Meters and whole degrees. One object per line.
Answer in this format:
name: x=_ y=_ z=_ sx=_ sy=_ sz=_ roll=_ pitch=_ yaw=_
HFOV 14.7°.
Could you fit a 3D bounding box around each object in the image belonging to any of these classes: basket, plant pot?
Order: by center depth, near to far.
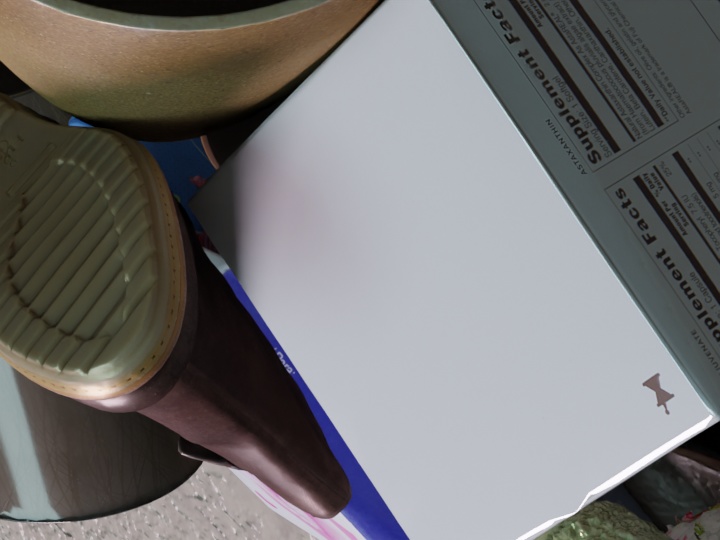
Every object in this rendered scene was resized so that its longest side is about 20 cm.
plant pot: x=-0.061 y=-0.120 z=0.855 sx=0.187 sy=0.186 sz=0.200 roll=51 pitch=163 yaw=11
basket: x=-0.162 y=-0.005 z=1.319 sx=0.180 sy=0.136 sz=0.201 roll=23 pitch=130 yaw=48

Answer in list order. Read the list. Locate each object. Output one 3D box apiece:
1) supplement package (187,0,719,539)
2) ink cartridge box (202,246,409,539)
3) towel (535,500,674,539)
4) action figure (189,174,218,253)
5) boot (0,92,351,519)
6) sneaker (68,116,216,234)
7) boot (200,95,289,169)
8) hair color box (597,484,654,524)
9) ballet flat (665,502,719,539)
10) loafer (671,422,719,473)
supplement package: x=0.087 y=-0.030 z=0.872 sx=0.151 sy=0.200 sz=0.152 roll=56 pitch=141 yaw=5
ink cartridge box: x=-0.032 y=0.057 z=1.107 sx=0.196 sy=0.043 sz=0.200 roll=48 pitch=168 yaw=-32
towel: x=0.071 y=0.149 z=1.009 sx=0.148 sy=0.036 sz=0.201 roll=36 pitch=141 yaw=45
action figure: x=0.000 y=0.000 z=1.060 sx=0.199 sy=0.149 sz=0.134 roll=4 pitch=125 yaw=38
boot: x=-0.052 y=0.025 z=0.891 sx=0.166 sy=0.072 sz=0.200 roll=44 pitch=-178 yaw=-30
sneaker: x=-0.050 y=-0.010 z=1.190 sx=0.200 sy=0.105 sz=0.076 roll=48 pitch=145 yaw=15
boot: x=-0.022 y=-0.118 z=1.029 sx=0.073 sy=0.201 sz=0.075 roll=21 pitch=162 yaw=-23
hair color box: x=0.111 y=0.172 z=1.170 sx=0.200 sy=0.061 sz=0.099 roll=52 pitch=145 yaw=10
ballet flat: x=0.161 y=0.131 z=1.038 sx=0.076 sy=0.064 sz=0.200 roll=60 pitch=-174 yaw=24
loafer: x=0.186 y=0.075 z=0.994 sx=0.200 sy=0.063 sz=0.072 roll=26 pitch=136 yaw=39
